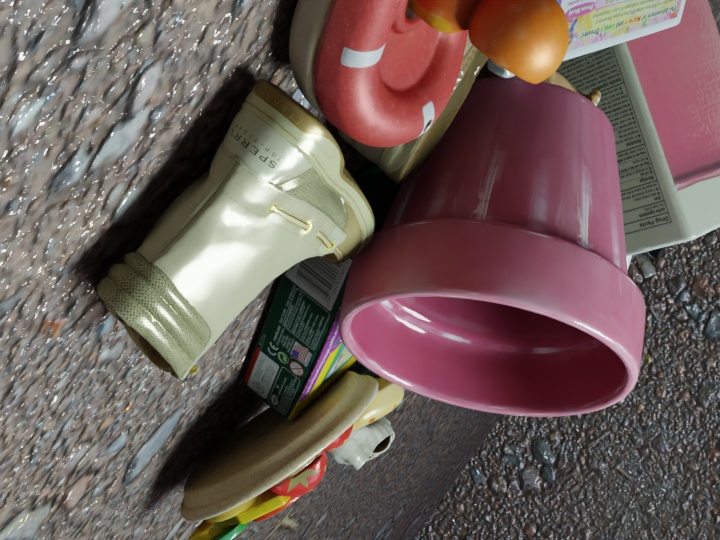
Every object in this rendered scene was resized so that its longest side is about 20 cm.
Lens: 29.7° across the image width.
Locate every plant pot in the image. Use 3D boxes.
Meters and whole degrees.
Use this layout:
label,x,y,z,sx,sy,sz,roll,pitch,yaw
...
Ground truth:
label,x,y,z,sx,sy,sz,roll,pitch,yaw
plant pot,0.099,-0.021,0.916,0.200,0.197,0.181,97,6,-66

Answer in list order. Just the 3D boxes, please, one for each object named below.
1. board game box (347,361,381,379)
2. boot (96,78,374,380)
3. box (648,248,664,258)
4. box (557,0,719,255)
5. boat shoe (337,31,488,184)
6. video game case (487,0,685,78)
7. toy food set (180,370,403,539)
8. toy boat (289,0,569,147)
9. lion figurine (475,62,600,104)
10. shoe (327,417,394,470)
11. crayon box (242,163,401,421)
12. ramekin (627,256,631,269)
label,x,y,z,sx,sy,sz,roll,pitch,yaw
board game box,0.031,0.083,1.245,0.134,0.028,0.199,-20,169,-44
boot,-0.068,-0.007,0.780,0.156,0.073,0.200,-51,165,-7
box,0.547,-0.156,2.394,0.197,0.123,0.200,-51,167,-11
box,0.225,-0.123,1.091,0.108,0.202,0.127,-21,-177,-32
boat shoe,0.051,-0.151,0.825,0.201,0.064,0.071,-58,168,19
video game case,0.170,-0.234,0.902,0.199,0.024,0.184,-22,133,-39
toy food set,-0.063,0.149,1.111,0.197,0.049,0.200,-30,-171,25
toy boat,0.050,-0.142,0.702,0.130,0.130,0.201,-40,162,-40
lion figurine,0.105,-0.133,1.018,0.073,0.122,0.200,-62,-175,-19
shoe,0.004,0.211,1.642,0.070,0.053,0.200,-53,167,6
crayon box,0.000,0.000,1.065,0.172,0.058,0.201,-42,164,-42
ramekin,0.152,-0.033,1.214,0.200,0.199,0.106,-34,149,-53
